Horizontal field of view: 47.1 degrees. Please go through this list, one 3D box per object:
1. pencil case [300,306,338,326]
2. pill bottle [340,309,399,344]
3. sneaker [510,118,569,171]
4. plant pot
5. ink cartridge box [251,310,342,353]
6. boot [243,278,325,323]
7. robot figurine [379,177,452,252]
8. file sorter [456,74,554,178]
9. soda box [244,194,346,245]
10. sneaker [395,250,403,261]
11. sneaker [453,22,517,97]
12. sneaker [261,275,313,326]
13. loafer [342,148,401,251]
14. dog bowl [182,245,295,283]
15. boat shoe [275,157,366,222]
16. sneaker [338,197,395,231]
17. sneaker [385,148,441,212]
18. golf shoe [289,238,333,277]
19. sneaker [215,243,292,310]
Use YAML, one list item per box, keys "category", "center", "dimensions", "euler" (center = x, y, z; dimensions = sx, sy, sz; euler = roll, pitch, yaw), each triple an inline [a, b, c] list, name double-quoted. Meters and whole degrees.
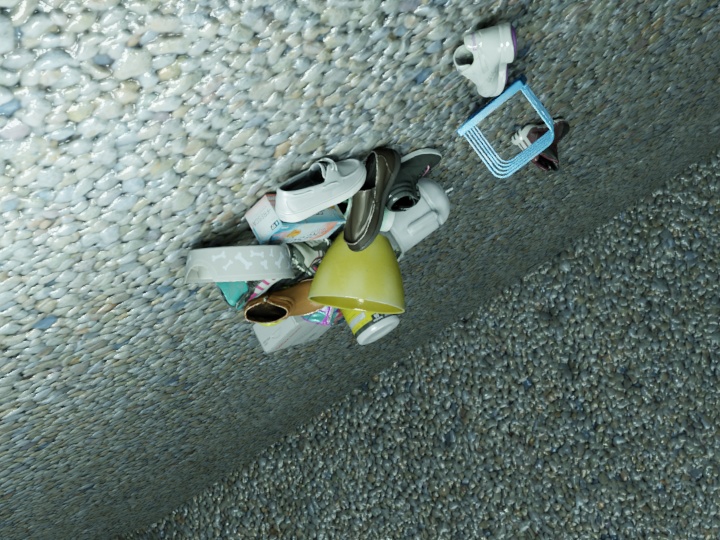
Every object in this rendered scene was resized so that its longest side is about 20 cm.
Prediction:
- category: "pencil case"
  center: [-0.057, 0.024, 1.818]
  dimensions: [0.085, 0.092, 0.202]
  euler: [14, 109, -46]
- category: "pill bottle"
  center: [-0.001, 0.063, 1.955]
  dimensions: [0.113, 0.202, 0.114]
  euler: [-28, 165, -8]
- category: "sneaker"
  center: [0.435, -0.279, 1.897]
  dimensions: [0.198, 0.116, 0.076]
  euler: [-18, 160, -40]
- category: "plant pot"
  center: [0.000, 0.000, 1.665]
  dimensions: [0.197, 0.144, 0.200]
  euler: [7, 171, 1]
- category: "ink cartridge box"
  center: [-0.152, 0.122, 2.070]
  dimensions: [0.146, 0.085, 0.199]
  euler: [-43, 163, 35]
- category: "boot"
  center: [-0.146, 0.065, 1.712]
  dimensions: [0.197, 0.078, 0.155]
  euler: [-7, -177, 0]
- category: "robot figurine"
  center: [0.108, -0.119, 1.754]
  dimensions: [0.199, 0.113, 0.170]
  euler: [-36, -152, -2]
- category: "file sorter"
  center: [0.275, -0.263, 1.517]
  dimensions: [0.138, 0.123, 0.200]
  euler: [-36, -174, 20]
- category: "soda box"
  center: [-0.114, -0.095, 1.497]
  dimensions: [0.063, 0.069, 0.199]
  euler: [-39, 164, 31]
- category: "sneaker"
  center: [0.087, -0.082, 1.940]
  dimensions: [0.200, 0.075, 0.084]
  euler: [-44, 161, 9]
- category: "sneaker"
  center: [0.199, -0.347, 1.365]
  dimensions: [0.098, 0.076, 0.200]
  euler: [-7, 166, 1]
- category: "sneaker"
  center: [-0.150, 0.064, 1.884]
  dimensions: [0.198, 0.075, 0.085]
  euler: [-29, 164, -9]
- category: "loafer"
  center: [0.006, -0.135, 1.522]
  dimensions: [0.071, 0.073, 0.203]
  euler: [12, 99, -46]
- category: "dog bowl"
  center: [-0.213, -0.010, 1.445]
  dimensions: [0.197, 0.060, 0.200]
  euler: [-2, 179, 0]
- category: "boat shoe"
  center: [-0.068, -0.155, 1.421]
  dimensions: [0.199, 0.072, 0.069]
  euler: [-28, 138, -29]
- category: "sneaker"
  center: [-0.015, -0.116, 1.673]
  dimensions: [0.117, 0.075, 0.200]
  euler: [17, 170, -17]
- category: "sneaker"
  center: [0.100, -0.172, 1.619]
  dimensions: [0.198, 0.100, 0.071]
  euler: [-22, 161, -35]
- category: "golf shoe"
  center: [-0.109, -0.045, 1.691]
  dimensions: [0.088, 0.077, 0.200]
  euler: [-52, 169, 1]
- category: "sneaker"
  center: [-0.221, 0.011, 1.612]
  dimensions: [0.120, 0.084, 0.200]
  euler: [-30, 169, -44]
